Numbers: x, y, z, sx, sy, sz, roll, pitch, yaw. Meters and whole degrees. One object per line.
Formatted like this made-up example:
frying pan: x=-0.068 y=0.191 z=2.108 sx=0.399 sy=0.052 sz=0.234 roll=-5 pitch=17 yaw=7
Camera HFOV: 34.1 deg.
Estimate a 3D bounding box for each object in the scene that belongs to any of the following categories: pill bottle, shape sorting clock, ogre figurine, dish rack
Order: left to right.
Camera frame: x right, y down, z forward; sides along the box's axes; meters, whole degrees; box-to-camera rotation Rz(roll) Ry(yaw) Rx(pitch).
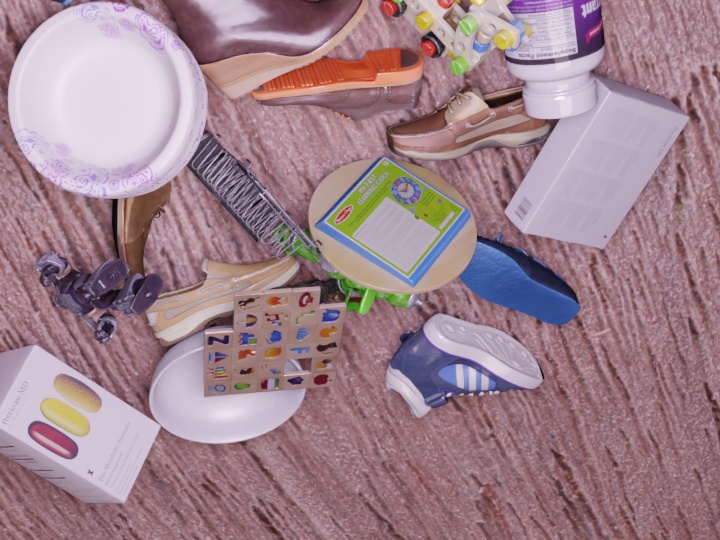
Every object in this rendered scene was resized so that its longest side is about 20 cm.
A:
dish rack: x=-0.122 y=-0.077 z=1.314 sx=0.055 sy=0.200 sz=0.153 roll=-44 pitch=121 yaw=-3
ogre figurine: x=0.000 y=0.000 z=1.418 sx=0.098 sy=0.120 sz=0.200 roll=-46 pitch=117 yaw=-6
shape sorting clock: x=0.037 y=-0.052 z=1.359 sx=0.199 sy=0.201 sz=0.039 roll=4 pitch=144 yaw=-13
pill bottle: x=0.208 y=-0.274 z=1.282 sx=0.111 sy=0.112 sz=0.201 roll=-13 pitch=114 yaw=-2

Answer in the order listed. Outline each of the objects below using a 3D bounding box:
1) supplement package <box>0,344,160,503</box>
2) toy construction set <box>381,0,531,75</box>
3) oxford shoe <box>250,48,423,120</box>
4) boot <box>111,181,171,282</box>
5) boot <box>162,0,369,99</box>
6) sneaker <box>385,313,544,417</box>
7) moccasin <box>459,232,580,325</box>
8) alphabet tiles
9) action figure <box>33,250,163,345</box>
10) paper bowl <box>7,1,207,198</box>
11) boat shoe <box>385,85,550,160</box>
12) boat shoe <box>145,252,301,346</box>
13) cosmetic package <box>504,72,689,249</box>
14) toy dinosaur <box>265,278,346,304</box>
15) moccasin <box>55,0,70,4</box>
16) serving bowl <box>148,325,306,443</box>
supplement package: x=-0.373 y=0.195 z=1.459 sx=0.200 sy=0.114 sz=0.109 roll=38 pitch=149 yaw=-29
toy construction set: x=0.092 y=-0.295 z=1.244 sx=0.092 sy=0.201 sz=0.131 roll=-26 pitch=171 yaw=-24
oxford shoe: x=-0.026 y=-0.199 z=1.328 sx=0.198 sy=0.072 sz=0.073 roll=-6 pitch=130 yaw=-5
boot: x=-0.255 y=-0.067 z=1.370 sx=0.075 sy=0.074 sz=0.201 roll=-7 pitch=121 yaw=-18
boot: x=-0.107 y=-0.293 z=1.251 sx=0.199 sy=0.072 sz=0.167 roll=-30 pitch=119 yaw=4
sneaker: x=0.129 y=0.145 z=1.573 sx=0.199 sy=0.081 sz=0.147 roll=23 pitch=123 yaw=-26
moccasin: x=0.191 y=0.008 z=1.500 sx=0.199 sy=0.068 sz=0.080 roll=32 pitch=119 yaw=-25
alphabet tiles: x=-0.104 y=0.087 z=1.404 sx=0.166 sy=0.008 sz=0.201 roll=-4 pitch=140 yaw=-11
action figure: x=-0.317 y=0.026 z=1.369 sx=0.130 sy=0.070 sz=0.199 roll=43 pitch=150 yaw=-25
paper bowl: x=-0.262 y=-0.177 z=1.246 sx=0.199 sy=0.104 sz=0.202 roll=0 pitch=92 yaw=7
boat shoe: x=0.126 y=-0.180 z=1.371 sx=0.199 sy=0.076 sz=0.074 roll=-11 pitch=118 yaw=-14
boat shoe: x=-0.172 y=0.018 z=1.437 sx=0.199 sy=0.072 sz=0.077 roll=-27 pitch=99 yaw=-6
cosmetic package: x=0.285 y=-0.127 z=1.416 sx=0.150 sy=0.052 sz=0.201 roll=10 pitch=120 yaw=-36
toy dinosaur: x=-0.084 y=0.046 z=1.439 sx=0.088 sy=0.047 sz=0.200 roll=-53 pitch=158 yaw=21
moccasin: x=-0.284 y=-0.368 z=1.164 sx=0.068 sy=0.080 sz=0.201 roll=14 pitch=105 yaw=-35
serving bowl: x=-0.172 y=0.135 z=1.500 sx=0.199 sy=0.066 sz=0.201 roll=-8 pitch=137 yaw=-8
